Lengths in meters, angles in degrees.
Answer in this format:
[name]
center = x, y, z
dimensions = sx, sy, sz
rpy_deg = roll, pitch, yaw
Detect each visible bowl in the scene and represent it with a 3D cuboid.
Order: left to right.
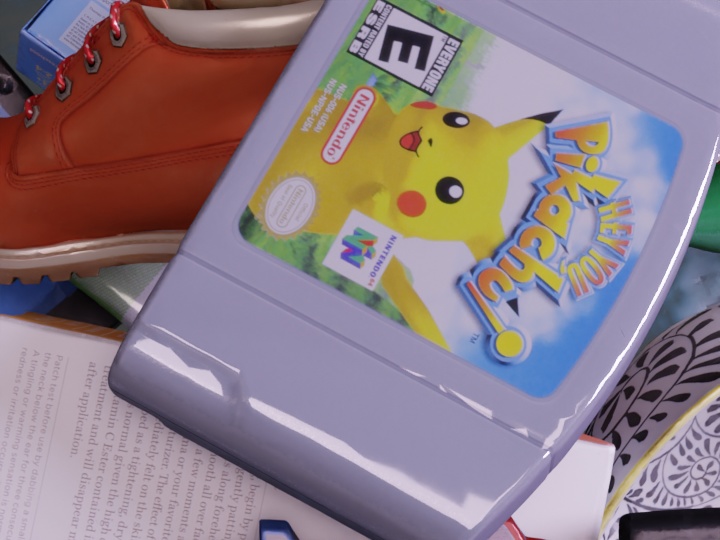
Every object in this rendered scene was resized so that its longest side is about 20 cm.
[bowl]
center = 0.147, 0.074, 0.769
dimensions = 0.199, 0.202, 0.094
rpy_deg = -22, 39, -10

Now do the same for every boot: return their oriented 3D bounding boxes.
[boot]
center = -0.084, -0.053, 0.716
dimensions = 0.198, 0.075, 0.108
rpy_deg = 0, 116, 16

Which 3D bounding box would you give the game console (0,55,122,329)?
[game console]
center = -0.195, -0.025, 0.758
dimensions = 0.116, 0.176, 0.200
rpy_deg = -43, 86, 17

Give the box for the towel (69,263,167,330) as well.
[towel]
center = 0.000, 0.000, 0.800
dimensions = 0.199, 0.031, 0.150
rpy_deg = 37, 65, 0

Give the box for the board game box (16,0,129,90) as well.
[board game box]
center = -0.012, -0.110, 0.807
dimensions = 0.151, 0.037, 0.201
rpy_deg = 35, 66, 2

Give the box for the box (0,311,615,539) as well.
[box]
center = -0.030, 0.081, 0.698
dimensions = 0.198, 0.124, 0.098
rpy_deg = 12, 88, -4

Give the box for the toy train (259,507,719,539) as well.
[toy train]
center = 0.035, 0.093, 0.624
dimensions = 0.198, 0.034, 0.046
rpy_deg = -3, 85, -5

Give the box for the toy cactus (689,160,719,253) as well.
[toy cactus]
center = 0.109, -0.044, 0.779
dimensions = 0.199, 0.102, 0.166
rpy_deg = 35, 72, -37

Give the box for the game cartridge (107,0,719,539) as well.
[game cartridge]
center = 0.030, -0.019, 0.629
dimensions = 0.133, 0.041, 0.201
rpy_deg = 28, 72, 3
